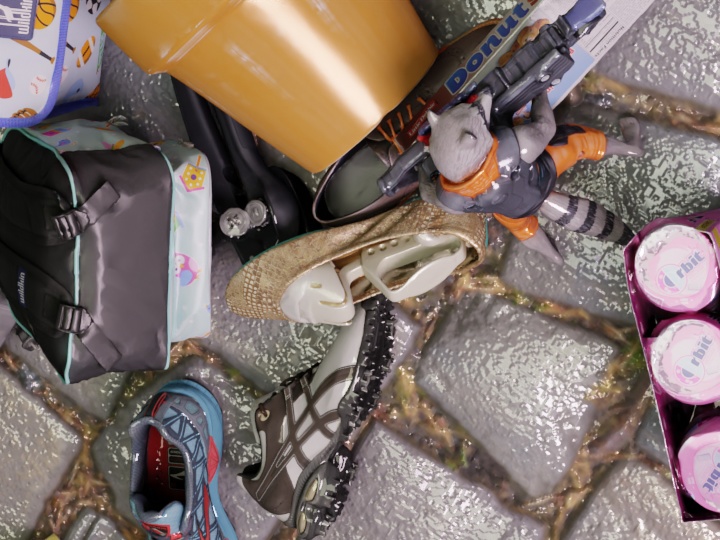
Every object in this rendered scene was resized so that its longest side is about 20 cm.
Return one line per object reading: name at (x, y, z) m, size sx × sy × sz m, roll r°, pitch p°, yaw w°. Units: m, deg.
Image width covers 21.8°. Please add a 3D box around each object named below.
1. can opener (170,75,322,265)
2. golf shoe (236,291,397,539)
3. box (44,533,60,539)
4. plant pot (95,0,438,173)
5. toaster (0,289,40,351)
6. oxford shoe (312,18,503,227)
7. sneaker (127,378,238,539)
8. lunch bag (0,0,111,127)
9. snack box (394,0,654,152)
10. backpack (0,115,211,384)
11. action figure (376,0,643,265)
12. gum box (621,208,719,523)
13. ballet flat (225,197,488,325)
can opener at (-0.097, -0.086, 1.389) m, size 0.063 × 0.079 × 0.201 m, roll -32°, pitch 78°, yaw 16°
golf shoe at (-0.037, 0.100, 1.396) m, size 0.094 × 0.078 × 0.202 m, roll 24°, pitch 106°, yaw 15°
box at (-0.294, 0.314, 1.543) m, size 0.075 × 0.050 × 0.200 m, roll 45°, pitch 112°, yaw 8°
plant pot at (-0.051, -0.176, 1.300) m, size 0.200 × 0.200 × 0.183 m, roll -40°, pitch 101°, yaw 22°
toaster at (-0.352, 0.011, 1.454) m, size 0.199 × 0.129 × 0.114 m, roll 35°, pitch 90°, yaw 11°
oxford shoe at (0.043, -0.098, 1.331) m, size 0.071 × 0.072 × 0.200 m, roll 46°, pitch 111°, yaw 7°
sneaker at (-0.149, 0.191, 1.443) m, size 0.079 × 0.095 × 0.202 m, roll -4°, pitch 98°, yaw 21°
lunch bag at (-0.257, -0.197, 1.354) m, size 0.123 × 0.200 × 0.172 m, roll 15°, pitch 104°, yaw 17°
snack box at (0.115, -0.141, 1.287) m, size 0.200 × 0.072 × 0.024 m, roll -47°, pitch 38°, yaw 12°
backpack at (-0.196, -0.026, 1.381) m, size 0.199 × 0.152 × 0.178 m, roll 22°, pitch 118°, yaw 53°
action figure at (0.121, -0.082, 1.241) m, size 0.200 × 0.193 × 0.105 m, roll -45°, pitch 55°, yaw 28°
gum box at (0.236, 0.056, 1.268) m, size 0.066 × 0.113 × 0.202 m, roll -11°, pitch 96°, yaw 21°
ballet flat at (0.000, 0.000, 1.334) m, size 0.198 × 0.071 × 0.066 m, roll -23°, pitch 48°, yaw 2°
